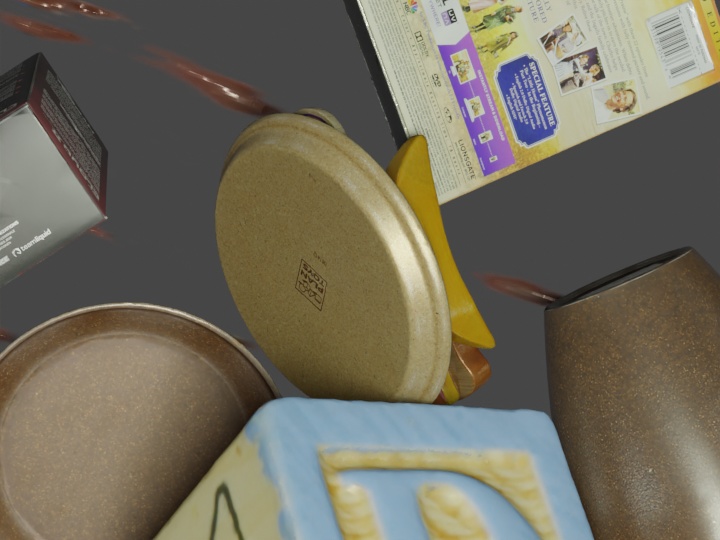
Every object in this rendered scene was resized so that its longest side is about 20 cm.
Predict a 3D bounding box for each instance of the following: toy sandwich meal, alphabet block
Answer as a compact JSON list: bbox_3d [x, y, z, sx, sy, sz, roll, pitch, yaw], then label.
[{"bbox_3d":[0.000,0.000,1.372,0.070,0.205,0.206,-28,109,-35],"label":"toy sandwich meal"},{"bbox_3d":[0.004,0.203,1.334,0.196,0.196,0.200,6,141,-32],"label":"alphabet block"}]

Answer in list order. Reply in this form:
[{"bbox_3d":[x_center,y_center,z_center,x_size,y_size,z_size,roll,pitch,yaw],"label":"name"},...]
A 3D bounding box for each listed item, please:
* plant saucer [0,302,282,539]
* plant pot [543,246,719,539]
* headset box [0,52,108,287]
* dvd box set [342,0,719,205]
[{"bbox_3d":[-0.137,0.111,1.437,0.200,0.037,0.201,-2,104,-6],"label":"plant saucer"},{"bbox_3d":[0.186,0.095,1.408,0.187,0.187,0.200,-23,93,0],"label":"plant pot"},{"bbox_3d":[-0.213,-0.033,1.305,0.149,0.200,0.077,-33,105,2],"label":"headset box"},{"bbox_3d":[0.098,-0.140,1.370,0.200,0.029,0.147,-25,103,-14],"label":"dvd box set"}]
